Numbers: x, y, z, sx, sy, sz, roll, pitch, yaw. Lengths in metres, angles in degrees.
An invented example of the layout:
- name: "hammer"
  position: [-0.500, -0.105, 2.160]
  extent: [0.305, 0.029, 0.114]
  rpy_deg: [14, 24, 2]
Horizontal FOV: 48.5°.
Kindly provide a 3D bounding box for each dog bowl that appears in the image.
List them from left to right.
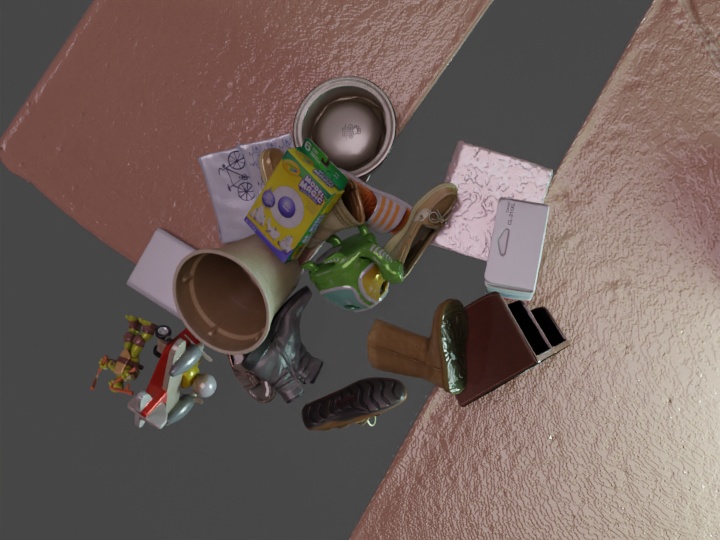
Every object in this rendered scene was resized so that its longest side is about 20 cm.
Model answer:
- name: "dog bowl"
  position: [-0.024, -0.262, 1.521]
  extent: [0.199, 0.074, 0.202]
  rpy_deg: [-1, 83, 12]

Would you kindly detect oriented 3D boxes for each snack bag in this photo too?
- name: "snack bag"
  position: [-0.203, -0.154, 1.534]
  extent: [0.199, 0.021, 0.190]
  rpy_deg: [-9, 109, 11]

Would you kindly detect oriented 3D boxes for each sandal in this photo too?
- name: "sandal"
  position: [0.010, -0.113, 1.469]
  extent: [0.206, 0.059, 0.079]
  rpy_deg: [28, 129, -9]

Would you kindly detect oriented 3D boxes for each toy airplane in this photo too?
- name: "toy airplane"
  position: [-0.339, 0.209, 1.477]
  extent: [0.140, 0.200, 0.200]
  rpy_deg: [16, 90, -5]

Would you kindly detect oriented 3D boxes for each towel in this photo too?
- name: "towel"
  position: [0.237, -0.119, 1.473]
  extent: [0.190, 0.032, 0.201]
  rpy_deg: [18, 89, 12]

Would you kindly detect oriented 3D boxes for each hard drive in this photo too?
- name: "hard drive"
  position: [-0.351, 0.021, 1.585]
  extent: [0.199, 0.025, 0.132]
  rpy_deg: [30, 91, 13]

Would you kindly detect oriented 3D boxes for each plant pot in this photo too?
- name: "plant pot"
  position: [-0.207, 0.023, 1.456]
  extent: [0.199, 0.183, 0.202]
  rpy_deg: [10, 116, 22]

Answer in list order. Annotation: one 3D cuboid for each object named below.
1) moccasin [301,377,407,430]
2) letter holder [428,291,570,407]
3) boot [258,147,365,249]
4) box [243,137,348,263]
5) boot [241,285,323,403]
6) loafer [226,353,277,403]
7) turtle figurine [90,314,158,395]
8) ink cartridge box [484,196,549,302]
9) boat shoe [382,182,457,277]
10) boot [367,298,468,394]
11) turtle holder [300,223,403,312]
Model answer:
- name: "moccasin"
  position: [-0.007, 0.252, 1.471]
  extent: [0.200, 0.078, 0.074]
  rpy_deg: [-26, 65, 12]
- name: "letter holder"
  position: [0.228, 0.121, 1.365]
  extent: [0.200, 0.100, 0.143]
  rpy_deg: [-43, 72, 45]
- name: "boot"
  position: [-0.087, -0.149, 1.436]
  extent: [0.155, 0.073, 0.201]
  rpy_deg: [-20, 99, 42]
- name: "box"
  position: [-0.111, -0.122, 1.391]
  extent: [0.117, 0.048, 0.200]
  rpy_deg: [45, 122, 13]
- name: "boot"
  position: [-0.120, 0.140, 1.508]
  extent: [0.131, 0.070, 0.200]
  rpy_deg: [37, 77, -7]
- name: "loafer"
  position: [-0.227, 0.164, 1.525]
  extent: [0.072, 0.063, 0.201]
  rpy_deg: [-29, 79, 8]
- name: "turtle figurine"
  position: [-0.448, 0.173, 1.551]
  extent: [0.200, 0.064, 0.162]
  rpy_deg: [3, 69, 56]
- name: "ink cartridge box"
  position: [0.261, -0.029, 1.341]
  extent: [0.082, 0.200, 0.147]
  rpy_deg: [10, 86, 11]
- name: "boat shoe"
  position: [0.115, -0.071, 1.445]
  extent: [0.201, 0.073, 0.063]
  rpy_deg: [-49, 55, 24]
- name: "boot"
  position: [0.091, 0.117, 1.394]
  extent: [0.199, 0.066, 0.176]
  rpy_deg: [15, 112, 46]
- name: "turtle holder"
  position: [0.000, -0.004, 1.449]
  extent: [0.185, 0.141, 0.132]
  rpy_deg: [-27, 107, 24]
